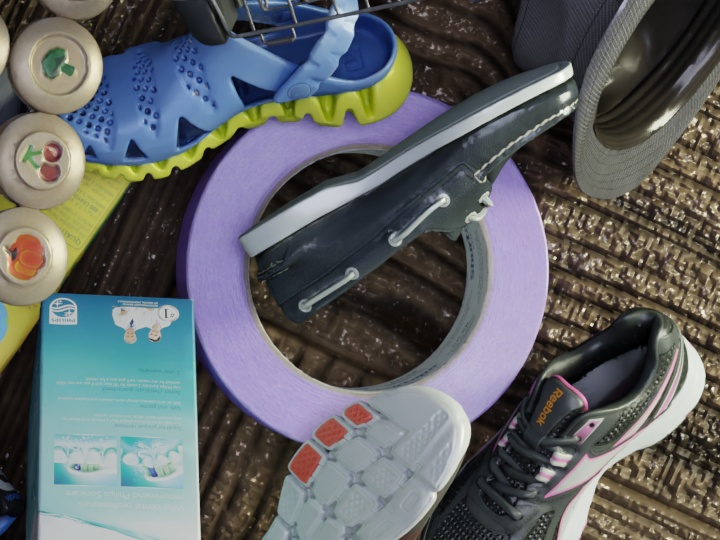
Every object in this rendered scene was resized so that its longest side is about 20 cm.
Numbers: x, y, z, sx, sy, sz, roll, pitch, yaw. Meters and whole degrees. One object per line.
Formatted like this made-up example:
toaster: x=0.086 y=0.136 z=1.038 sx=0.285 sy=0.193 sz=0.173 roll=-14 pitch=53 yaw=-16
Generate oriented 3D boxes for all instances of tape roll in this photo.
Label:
tape roll: x=0.000 y=0.000 z=1.615 sx=0.199 sy=0.066 sz=0.201 roll=0 pitch=89 yaw=-9

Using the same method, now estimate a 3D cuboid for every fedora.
fedora: x=0.146 y=-0.147 z=1.608 sx=0.090 sy=0.177 sz=0.201 roll=36 pitch=107 yaw=23

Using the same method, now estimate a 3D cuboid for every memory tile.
memory tile: x=-0.205 y=-0.089 z=1.478 sx=0.153 sy=0.017 sz=0.201 roll=12 pitch=85 yaw=-22

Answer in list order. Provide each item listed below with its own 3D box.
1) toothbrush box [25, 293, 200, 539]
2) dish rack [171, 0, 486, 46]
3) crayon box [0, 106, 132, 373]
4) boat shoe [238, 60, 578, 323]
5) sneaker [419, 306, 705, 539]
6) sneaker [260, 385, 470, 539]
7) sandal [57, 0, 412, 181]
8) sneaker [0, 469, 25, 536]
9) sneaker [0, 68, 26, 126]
toothbrush box: x=-0.129 y=0.134 z=1.509 sx=0.085 sy=0.147 sz=0.201 roll=2 pitch=49 yaw=-9
dish rack: x=0.007 y=-0.180 z=1.484 sx=0.199 sy=0.154 sz=0.055 roll=-9 pitch=126 yaw=21
crayon box: x=-0.219 y=-0.020 z=1.588 sx=0.127 sy=0.051 sz=0.200 roll=36 pitch=84 yaw=-7
boat shoe: x=0.034 y=-0.042 z=1.545 sx=0.199 sy=0.076 sz=0.061 roll=-29 pitch=97 yaw=14
sneaker: x=0.103 y=0.091 z=1.610 sx=0.080 sy=0.086 sz=0.200 roll=35 pitch=77 yaw=26
sneaker: x=-0.001 y=0.136 z=1.586 sx=0.200 sy=0.082 sz=0.077 roll=-49 pitch=65 yaw=25
sandal: x=-0.072 y=-0.110 z=1.541 sx=0.199 sy=0.087 sz=0.080 roll=-18 pitch=57 yaw=-7
sneaker: x=-0.207 y=0.073 z=1.515 sx=0.112 sy=0.073 sz=0.201 roll=29 pitch=91 yaw=11
sneaker: x=-0.240 y=-0.036 z=1.515 sx=0.074 sy=0.088 sz=0.200 roll=37 pitch=85 yaw=-6
